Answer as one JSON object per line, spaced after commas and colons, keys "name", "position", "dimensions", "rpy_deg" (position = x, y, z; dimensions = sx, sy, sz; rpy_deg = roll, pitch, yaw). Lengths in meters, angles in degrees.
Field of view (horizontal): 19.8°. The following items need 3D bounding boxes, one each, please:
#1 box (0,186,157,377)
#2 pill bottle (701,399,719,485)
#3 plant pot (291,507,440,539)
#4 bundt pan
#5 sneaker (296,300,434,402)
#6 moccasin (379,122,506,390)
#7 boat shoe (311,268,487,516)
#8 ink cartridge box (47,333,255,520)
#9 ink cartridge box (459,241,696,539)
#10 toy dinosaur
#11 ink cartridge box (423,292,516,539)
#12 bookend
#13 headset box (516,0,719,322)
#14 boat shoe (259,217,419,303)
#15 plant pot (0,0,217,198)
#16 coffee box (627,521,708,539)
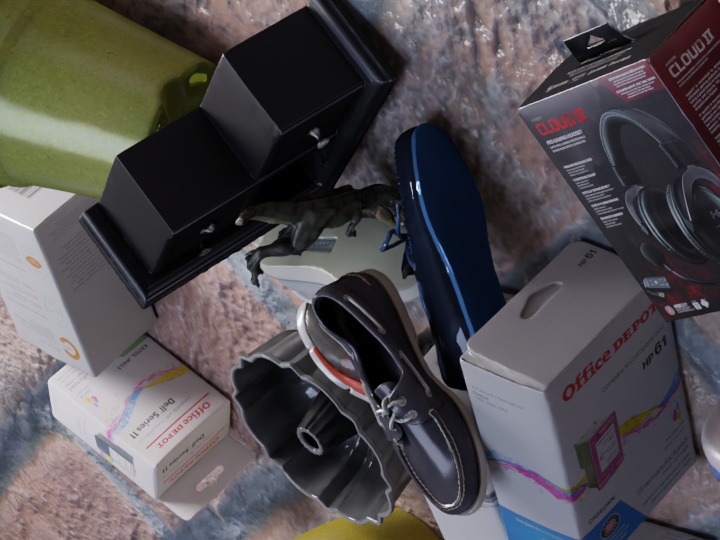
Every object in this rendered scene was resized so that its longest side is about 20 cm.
{"name": "box", "position": [-0.303, -0.012, 2.078], "dimensions": [0.124, 0.097, 0.201], "rpy_deg": [23, 143, 37]}
{"name": "pill bottle", "position": [0.322, 0.172, 1.421], "dimensions": [0.113, 0.114, 0.201], "rpy_deg": [5, 131, 52]}
{"name": "plant pot", "position": [0.010, 0.313, 2.005], "dimensions": [0.199, 0.142, 0.201], "rpy_deg": [33, 149, 23]}
{"name": "bundt pan", "position": [-0.024, 0.133, 1.892], "dimensions": [0.201, 0.076, 0.203], "rpy_deg": [34, 150, 23]}
{"name": "sneaker", "position": [0.035, 0.077, 1.773], "dimensions": [0.200, 0.077, 0.082], "rpy_deg": [41, 124, 11]}
{"name": "moccasin", "position": [0.054, -0.007, 1.533], "dimensions": [0.068, 0.080, 0.202], "rpy_deg": [-24, 74, 42]}
{"name": "boat shoe", "position": [0.024, 0.094, 1.512], "dimensions": [0.073, 0.062, 0.201], "rpy_deg": [-38, 72, 38]}
{"name": "ink cartridge box", "position": [-0.214, 0.154, 2.142], "dimensions": [0.199, 0.117, 0.068], "rpy_deg": [35, 148, 22]}
{"name": "ink cartridge box", "position": [0.164, 0.102, 1.519], "dimensions": [0.084, 0.144, 0.201], "rpy_deg": [21, 142, 40]}
{"name": "toy dinosaur", "position": [-0.048, -0.033, 1.603], "dimensions": [0.088, 0.199, 0.048], "rpy_deg": [-44, 68, 38]}
{"name": "ink cartridge box", "position": [0.122, 0.141, 1.624], "dimensions": [0.082, 0.147, 0.201], "rpy_deg": [12, 137, 44]}
{"name": "bookend", "position": [-0.096, -0.092, 1.569], "dimensions": [0.092, 0.198, 0.200], "rpy_deg": [52, 152, 10]}
{"name": "headset box", "position": [0.203, -0.075, 1.312], "dimensions": [0.201, 0.077, 0.148], "rpy_deg": [53, 152, -13]}
{"name": "boat shoe", "position": [-0.001, 0.001, 1.718], "dimensions": [0.200, 0.070, 0.071], "rpy_deg": [10, 154, 47]}
{"name": "plant pot", "position": [-0.219, -0.138, 1.731], "dimensions": [0.183, 0.201, 0.201], "rpy_deg": [20, 143, 21]}
{"name": "coffee box", "position": [0.194, 0.339, 1.720], "dimensions": [0.199, 0.198, 0.201], "rpy_deg": [11, 136, 48]}
